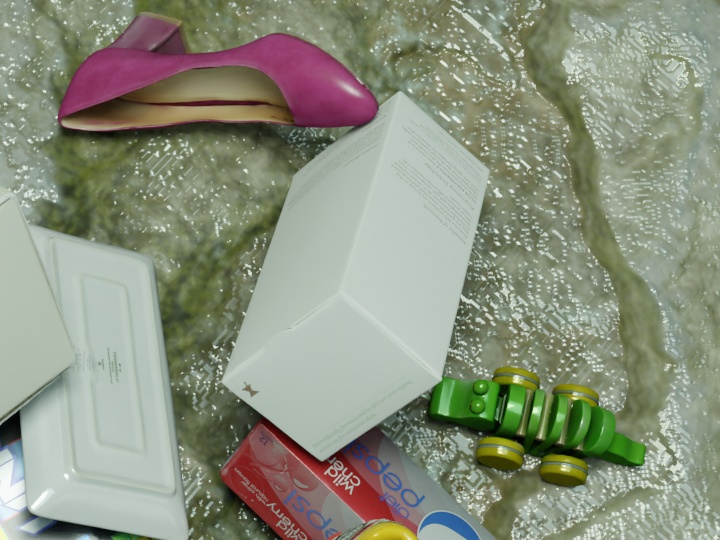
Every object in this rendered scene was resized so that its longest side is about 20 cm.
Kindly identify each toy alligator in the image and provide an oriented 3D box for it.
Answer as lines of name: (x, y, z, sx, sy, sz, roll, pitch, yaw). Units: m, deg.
toy alligator: (0.087, 0.087, 1.311, 0.200, 0.054, 0.059, 16, 69, -7)

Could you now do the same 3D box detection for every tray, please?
tray: (-0.151, 0.059, 1.238, 0.107, 0.022, 0.200, 15, 49, -34)

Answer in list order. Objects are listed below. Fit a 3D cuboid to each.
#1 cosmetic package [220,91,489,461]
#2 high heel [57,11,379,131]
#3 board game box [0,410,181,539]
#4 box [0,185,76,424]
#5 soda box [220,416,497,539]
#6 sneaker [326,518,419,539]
cosmetic package: (0.000, 0.000, 1.243, 0.085, 0.108, 0.200, 40, 37, -20)
high heel: (-0.088, -0.099, 1.299, 0.200, 0.067, 0.096, 15, 55, 34)
board game box: (-0.221, 0.131, 1.231, 0.165, 0.057, 0.200, -30, 80, -21)
box: (-0.271, 0.001, 1.173, 0.200, 0.128, 0.109, 26, 53, 38)
soda box: (0.015, 0.157, 1.256, 0.200, 0.070, 0.063, 43, 46, 4)
sneaker: (-0.016, 0.222, 1.134, 0.078, 0.082, 0.200, 19, 64, -11)
